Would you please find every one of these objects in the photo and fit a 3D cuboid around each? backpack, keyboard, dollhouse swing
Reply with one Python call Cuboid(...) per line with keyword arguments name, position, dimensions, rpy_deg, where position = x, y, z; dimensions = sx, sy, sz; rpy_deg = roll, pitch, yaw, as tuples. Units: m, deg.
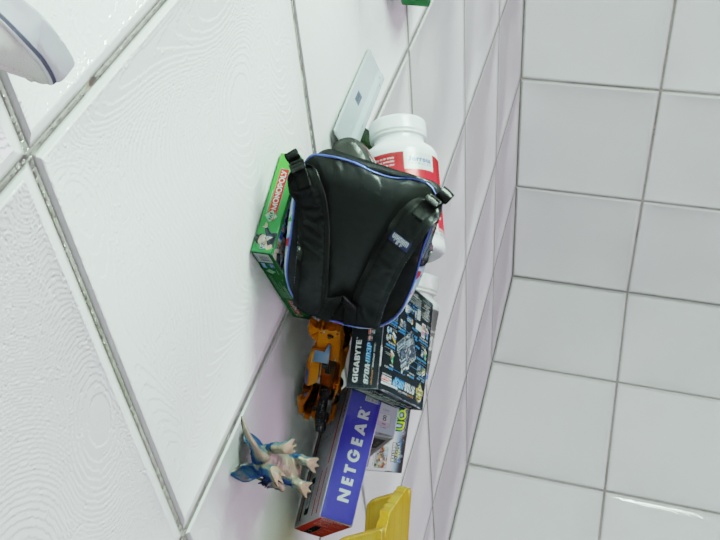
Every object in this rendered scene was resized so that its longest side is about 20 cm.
Cuboid(name="backpack", position=(-0.003, -0.034, 1.086), dimensions=(0.154, 0.198, 0.192), rpy_deg=(-22, 128, -77))
Cuboid(name="keyboard", position=(-0.001, -0.249, 1.358), dimensions=(0.056, 0.011, 0.201), rpy_deg=(55, 38, -35))
Cuboid(name="dollhouse swing", position=(-0.034, 0.402, 1.300), dimensions=(0.200, 0.174, 0.184), rpy_deg=(-12, 106, -74))

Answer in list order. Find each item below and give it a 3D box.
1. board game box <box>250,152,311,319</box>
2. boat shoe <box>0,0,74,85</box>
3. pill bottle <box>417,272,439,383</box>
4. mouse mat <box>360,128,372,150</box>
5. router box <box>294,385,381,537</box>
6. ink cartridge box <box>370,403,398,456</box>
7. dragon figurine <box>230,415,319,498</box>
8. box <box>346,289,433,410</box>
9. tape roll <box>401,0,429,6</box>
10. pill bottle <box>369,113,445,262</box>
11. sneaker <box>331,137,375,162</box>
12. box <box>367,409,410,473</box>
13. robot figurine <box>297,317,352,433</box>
Cuboid(name="board game box", position=(-0.081, -0.038, 1.166), dimensions=(0.200, 0.029, 0.136), rpy_deg=(67, 33, -62))
Cuboid(name="boat shoe", position=(-0.232, -0.143, 0.504), dimensions=(0.070, 0.071, 0.200), rpy_deg=(-52, 165, -4))
Cuboid(name="pill bottle", position=(0.083, 0.105, 1.687), dimensions=(0.114, 0.113, 0.202), rpy_deg=(33, 66, -73))
Cuboid(name="mouse mat", position=(0.026, -0.128, 1.382), dimensions=(0.200, 0.007, 0.163), rpy_deg=(33, 52, -53))
Cuboid(name="router box", position=(-0.033, 0.276, 1.333), dimensions=(0.180, 0.048, 0.202), rpy_deg=(129, -22, -66))
Cuboid(name="ink cartridge box", position=(0.025, 0.187, 1.452), dimensions=(0.163, 0.056, 0.202), rpy_deg=(124, -24, -61))
Cuboid(name="dragon figurine", position=(-0.118, 0.229, 1.107), dimensions=(0.200, 0.099, 0.059), rpy_deg=(41, 59, -50))
Cuboid(name="box", position=(0.045, 0.098, 1.256), dimensions=(0.200, 0.046, 0.161), rpy_deg=(36, 58, -64))
Cuboid(name="tape roll", position=(0.097, -0.530, 1.472), dimensions=(0.200, 0.048, 0.203), rpy_deg=(6, 90, -85))
Cuboid(name="pill bottle", position=(0.060, -0.115, 1.316), dimensions=(0.112, 0.111, 0.202), rpy_deg=(45, 39, -71))
Cuboid(name="sneaker", position=(-0.014, -0.094, 1.214), dimensions=(0.116, 0.075, 0.202), rpy_deg=(43, 39, -74))
Cuboid(name="box", position=(0.032, 0.244, 1.583), dimensions=(0.035, 0.109, 0.202), rpy_deg=(-178, -83, -67))
Cuboid(name="robot figurine", position=(-0.047, 0.126, 1.272), dimensions=(0.146, 0.058, 0.201), rpy_deg=(-73, 174, -53))
